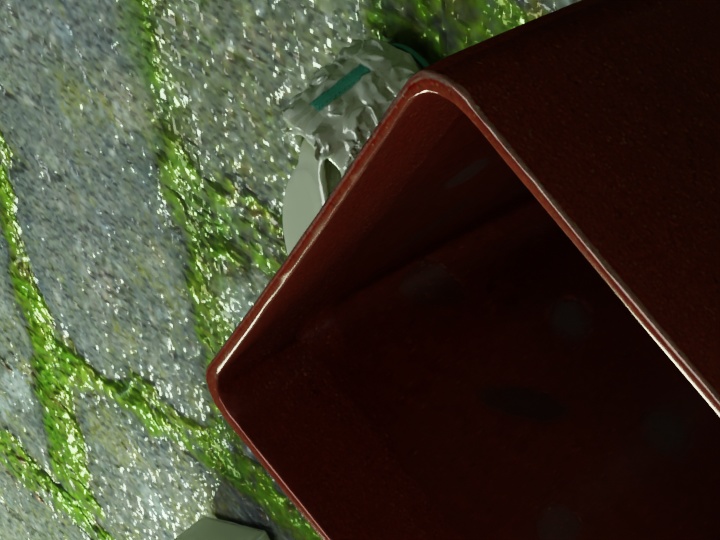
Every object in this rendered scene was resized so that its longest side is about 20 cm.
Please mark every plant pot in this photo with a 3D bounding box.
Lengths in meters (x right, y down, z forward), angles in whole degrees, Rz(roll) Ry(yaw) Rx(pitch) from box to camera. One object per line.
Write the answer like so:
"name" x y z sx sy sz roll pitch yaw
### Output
"plant pot" 0.107 0.026 0.544 0.200 0.176 0.200 51 150 7

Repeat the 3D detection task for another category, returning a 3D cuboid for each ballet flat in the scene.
"ballet flat" 0.000 0.000 0.783 0.072 0.072 0.200 30 143 36

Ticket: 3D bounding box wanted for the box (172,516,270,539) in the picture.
"box" -0.054 0.239 1.091 0.068 0.082 0.200 3 124 55
